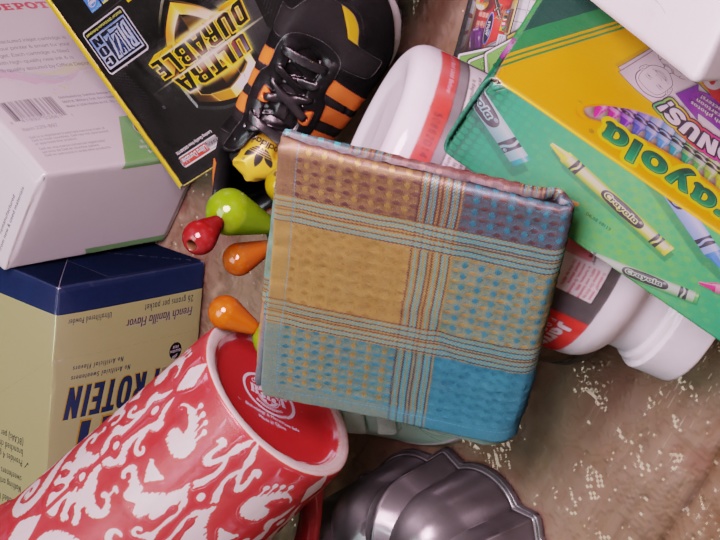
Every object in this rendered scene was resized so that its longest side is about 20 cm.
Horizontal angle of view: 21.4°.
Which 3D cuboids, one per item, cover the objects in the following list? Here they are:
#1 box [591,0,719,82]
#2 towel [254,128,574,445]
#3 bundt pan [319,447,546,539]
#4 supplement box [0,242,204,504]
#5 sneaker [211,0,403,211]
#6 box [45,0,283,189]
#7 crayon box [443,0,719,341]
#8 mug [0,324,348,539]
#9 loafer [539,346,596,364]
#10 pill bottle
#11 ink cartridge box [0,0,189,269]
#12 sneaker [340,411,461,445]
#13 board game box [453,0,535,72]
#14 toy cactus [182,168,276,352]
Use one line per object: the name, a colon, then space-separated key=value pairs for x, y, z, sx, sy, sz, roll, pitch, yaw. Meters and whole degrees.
box: x=0.154 y=-0.206 z=0.893 sx=0.200 sy=0.106 sz=0.153 roll=47 pitch=129 yaw=35
towel: x=0.022 y=0.013 z=0.952 sx=0.146 sy=0.022 sz=0.200 roll=13 pitch=141 yaw=4
bundt pan: x=0.032 y=0.214 z=1.172 sx=0.201 sy=0.076 sz=0.203 roll=8 pitch=103 yaw=40
supplement box: x=-0.231 y=0.074 z=1.345 sx=0.199 sy=0.134 sz=0.201 roll=19 pitch=110 yaw=39
sneaker: x=-0.037 y=-0.093 z=1.085 sx=0.070 sy=0.090 sz=0.200 roll=29 pitch=146 yaw=-2
box: x=-0.092 y=-0.158 z=1.191 sx=0.200 sy=0.049 sz=0.160 roll=-26 pitch=100 yaw=46
crayon box: x=0.152 y=-0.053 z=0.921 sx=0.200 sy=0.119 sz=0.058 roll=34 pitch=137 yaw=-1
mug: x=-0.100 y=0.132 z=1.122 sx=0.200 sy=0.177 sz=0.134 roll=-44 pitch=67 yaw=25
loafer: x=0.091 y=-0.043 z=1.075 sx=0.075 sy=0.069 sz=0.201 roll=-15 pitch=88 yaw=43
pill bottle: x=0.092 y=-0.025 z=0.987 sx=0.199 sy=0.116 sz=0.116 roll=25 pitch=122 yaw=-10
ink cartridge box: x=-0.229 y=-0.103 z=1.305 sx=0.200 sy=0.145 sz=0.088 roll=46 pitch=126 yaw=25
sneaker: x=-0.015 y=0.077 z=1.160 sx=0.200 sy=0.118 sz=0.074 roll=-1 pitch=96 yaw=41
board game box: x=0.115 y=-0.183 z=1.028 sx=0.104 sy=0.023 sz=0.201 roll=16 pitch=94 yaw=35
toy cactus: x=0.000 y=0.000 z=1.095 sx=0.199 sy=0.165 sz=0.102 roll=30 pitch=126 yaw=-5
